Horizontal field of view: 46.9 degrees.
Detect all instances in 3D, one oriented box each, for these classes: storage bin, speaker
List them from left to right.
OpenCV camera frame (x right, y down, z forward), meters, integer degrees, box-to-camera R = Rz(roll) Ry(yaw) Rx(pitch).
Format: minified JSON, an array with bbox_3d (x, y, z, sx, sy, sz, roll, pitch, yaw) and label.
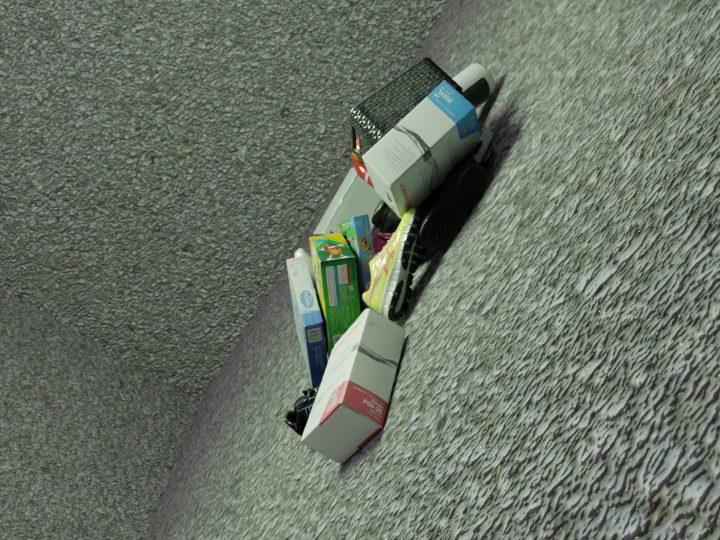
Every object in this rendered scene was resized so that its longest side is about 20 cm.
[{"bbox_3d":[0.084,-0.274,1.519,0.199,0.094,0.136,-36,-25,-15],"label":"storage bin"},{"bbox_3d":[0.182,-0.336,1.683,0.199,0.082,0.081,-39,1,-25],"label":"speaker"}]

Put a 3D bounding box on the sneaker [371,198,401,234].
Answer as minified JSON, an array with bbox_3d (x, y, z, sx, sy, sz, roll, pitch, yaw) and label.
[{"bbox_3d":[0.069,-0.088,1.751,0.077,0.090,0.200,-61,-7,-11],"label":"sneaker"}]

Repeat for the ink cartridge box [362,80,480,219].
[{"bbox_3d":[0.110,-0.207,1.450,0.200,0.084,0.145,-43,-22,-4],"label":"ink cartridge box"}]

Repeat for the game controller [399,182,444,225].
[{"bbox_3d":[0.115,-0.122,1.546,0.104,0.041,0.204,-17,54,65],"label":"game controller"}]

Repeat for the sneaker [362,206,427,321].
[{"bbox_3d":[0.055,-0.019,1.463,0.089,0.078,0.204,18,87,37],"label":"sneaker"}]

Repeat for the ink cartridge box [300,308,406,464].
[{"bbox_3d":[-0.008,0.185,1.346,0.147,0.082,0.202,-50,15,44],"label":"ink cartridge box"}]

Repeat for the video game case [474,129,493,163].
[{"bbox_3d":[0.174,-0.162,1.596,0.203,0.023,0.182,-63,10,-10],"label":"video game case"}]

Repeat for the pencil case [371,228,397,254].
[{"bbox_3d":[0.029,-0.028,1.729,0.091,0.093,0.200,-51,7,-17],"label":"pencil case"}]

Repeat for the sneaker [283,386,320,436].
[{"bbox_3d":[-0.073,0.243,1.517,0.201,0.077,0.071,-53,12,37],"label":"sneaker"}]

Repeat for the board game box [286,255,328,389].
[{"bbox_3d":[-0.102,0.113,1.649,0.201,0.042,0.203,-111,13,-48],"label":"board game box"}]

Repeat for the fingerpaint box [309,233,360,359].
[{"bbox_3d":[-0.046,0.049,1.607,0.167,0.072,0.205,-122,25,-71],"label":"fingerpaint box"}]

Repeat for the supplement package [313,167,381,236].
[{"bbox_3d":[0.002,-0.132,1.997,0.194,0.145,0.200,-60,10,-3],"label":"supplement package"}]

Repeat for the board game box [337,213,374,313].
[{"bbox_3d":[0.000,0.000,1.635,0.151,0.036,0.205,166,94,-76],"label":"board game box"}]

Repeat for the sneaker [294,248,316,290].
[{"bbox_3d":[-0.053,0.017,1.739,0.093,0.201,0.070,-40,3,3],"label":"sneaker"}]

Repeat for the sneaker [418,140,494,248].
[{"bbox_3d":[0.168,-0.133,1.451,0.201,0.059,0.104,-54,10,12],"label":"sneaker"}]

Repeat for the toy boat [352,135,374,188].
[{"bbox_3d":[0.037,-0.238,1.739,0.200,0.129,0.133,42,111,52],"label":"toy boat"}]
